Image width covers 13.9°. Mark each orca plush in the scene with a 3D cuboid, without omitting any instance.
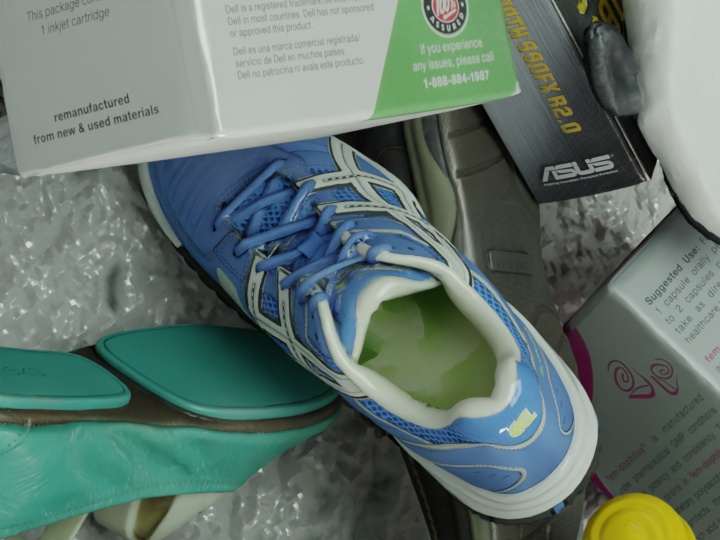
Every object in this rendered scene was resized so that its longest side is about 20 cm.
[{"bbox_3d":[0.106,-0.108,1.043,0.105,0.071,0.201,-32,109,-11],"label":"orca plush"}]

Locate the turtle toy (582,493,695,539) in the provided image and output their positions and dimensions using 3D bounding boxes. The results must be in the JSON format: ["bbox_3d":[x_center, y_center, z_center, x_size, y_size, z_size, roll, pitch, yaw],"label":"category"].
[{"bbox_3d":[0.077,0.175,1.028,0.200,0.101,0.146,-39,153,-2],"label":"turtle toy"}]

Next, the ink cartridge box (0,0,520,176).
[{"bbox_3d":[-0.043,-0.138,0.883,0.145,0.087,0.201,-12,92,-49],"label":"ink cartridge box"}]

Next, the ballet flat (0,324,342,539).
[{"bbox_3d":[-0.086,0.058,0.980,0.199,0.067,0.071,-1,120,-53],"label":"ballet flat"}]

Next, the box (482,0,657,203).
[{"bbox_3d":[0.075,-0.149,1.089,0.159,0.048,0.201,59,34,-31],"label":"box"}]

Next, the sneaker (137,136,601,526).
[{"bbox_3d":[0.000,0.000,0.992,0.076,0.200,0.077,-49,156,-7],"label":"sneaker"}]

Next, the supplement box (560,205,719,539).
[{"bbox_3d":[0.168,0.067,1.110,0.200,0.101,0.103,43,57,2],"label":"supplement box"}]

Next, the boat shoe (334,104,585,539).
[{"bbox_3d":[0.031,0.029,1.069,0.074,0.073,0.201,13,67,-52],"label":"boat shoe"}]

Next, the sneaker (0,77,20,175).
[{"bbox_3d":[-0.134,-0.104,0.905,0.200,0.075,0.116,38,67,-72],"label":"sneaker"}]
